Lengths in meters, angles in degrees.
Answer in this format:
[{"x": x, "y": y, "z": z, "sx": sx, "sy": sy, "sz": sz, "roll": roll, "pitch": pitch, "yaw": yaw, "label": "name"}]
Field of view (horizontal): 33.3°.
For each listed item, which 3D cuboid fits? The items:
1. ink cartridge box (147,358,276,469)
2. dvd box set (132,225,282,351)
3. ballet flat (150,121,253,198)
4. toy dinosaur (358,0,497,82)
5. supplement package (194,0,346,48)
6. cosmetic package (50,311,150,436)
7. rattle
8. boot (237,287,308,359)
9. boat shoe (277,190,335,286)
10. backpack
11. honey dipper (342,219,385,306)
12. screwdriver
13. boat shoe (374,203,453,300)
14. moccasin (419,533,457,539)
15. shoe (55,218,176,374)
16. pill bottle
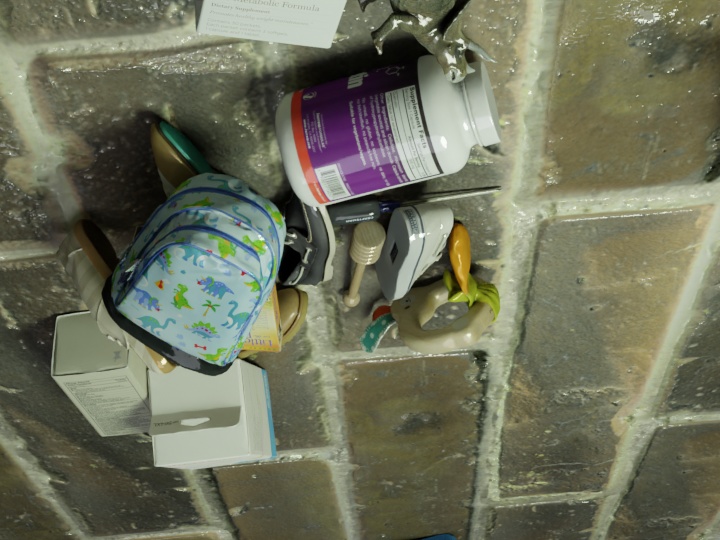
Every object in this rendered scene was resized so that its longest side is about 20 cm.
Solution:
[{"x": -0.195, "y": 0.190, "z": 1.580, "sx": 0.127, "sy": 0.126, "sz": 0.200, "roll": -8, "pitch": 169, "yaw": 5, "label": "ink cartridge box"}, {"x": -0.164, "y": 0.024, "z": 1.335, "sx": 0.145, "sy": 0.030, "sz": 0.201, "roll": 4, "pitch": 146, "yaw": 5, "label": "dvd box set"}, {"x": -0.162, "y": -0.079, "z": 1.232, "sx": 0.063, "sy": 0.069, "sz": 0.200, "roll": -39, "pitch": 140, "yaw": 10, "label": "ballet flat"}, {"x": 0.047, "y": -0.244, "z": 1.010, "sx": 0.101, "sy": 0.077, "sz": 0.201, "roll": -19, "pitch": 144, "yaw": 0, "label": "toy dinosaur"}, {"x": -0.054, "y": -0.275, "z": 0.882, "sx": 0.113, "sy": 0.110, "sz": 0.200, "roll": 3, "pitch": 149, "yaw": -15, "label": "supplement package"}, {"x": -0.319, "y": 0.135, "z": 1.561, "sx": 0.102, "sy": 0.088, "sz": 0.200, "roll": -5, "pitch": 151, "yaw": 3, "label": "cosmetic package"}, {"x": 0.059, "y": 0.025, "z": 1.455, "sx": 0.199, "sy": 0.131, "sz": 0.143, "roll": 5, "pitch": 150, "yaw": 42, "label": "rattle"}, {"x": -0.188, "y": 0.047, "z": 1.455, "sx": 0.199, "sy": 0.067, "sz": 0.175, "roll": 23, "pitch": 139, "yaw": -37, "label": "boot"}, {"x": -0.066, "y": -0.036, "z": 1.317, "sx": 0.062, "sy": 0.073, "sz": 0.200, "roll": -17, "pitch": 155, "yaw": -9, "label": "boat shoe"}, {"x": -0.154, "y": 0.001, "z": 1.183, "sx": 0.162, "sy": 0.154, "sz": 0.200, "roll": 33, "pitch": 113, "yaw": -10, "label": "backpack"}, {"x": 0.000, "y": 0.000, "z": 1.419, "sx": 0.038, "sy": 0.038, "sz": 0.200, "roll": -1, "pitch": 156, "yaw": -6, "label": "honey dipper"}, {"x": 0.060, "y": -0.072, "z": 1.331, "sx": 0.198, "sy": 0.028, "sz": 0.029, "roll": -4, "pitch": 121, "yaw": -5, "label": "screwdriver"}, {"x": 0.063, "y": -0.024, "z": 1.363, "sx": 0.069, "sy": 0.071, "sz": 0.200, "roll": -14, "pitch": 159, "yaw": -14, "label": "boat shoe"}, {"x": 0.101, "y": 0.579, "z": 2.381, "sx": 0.198, "sy": 0.081, "sz": 0.068, "roll": -9, "pitch": 138, "yaw": 8, "label": "moccasin"}, {"x": -0.264, "y": 0.036, "z": 1.299, "sx": 0.053, "sy": 0.201, "sz": 0.070, "roll": -38, "pitch": 162, "yaw": 7, "label": "shoe"}, {"x": 0.027, "y": -0.135, "z": 1.132, "sx": 0.198, "sy": 0.113, "sz": 0.113, "roll": -13, "pitch": 149, "yaw": 13, "label": "pill bottle"}]
